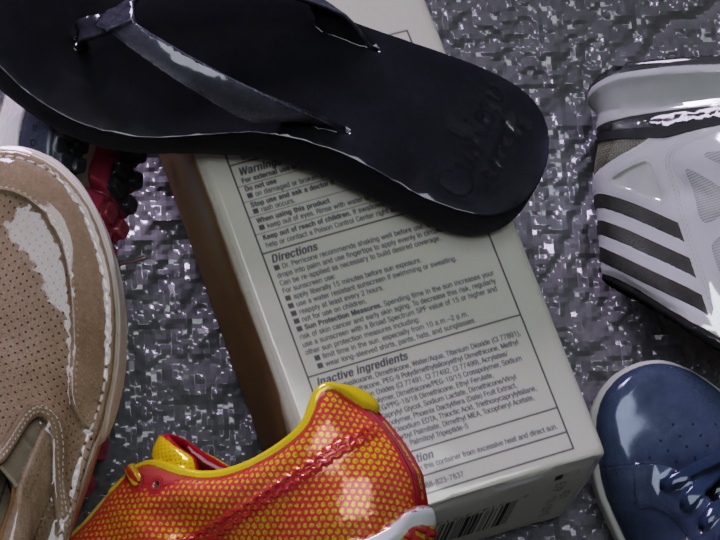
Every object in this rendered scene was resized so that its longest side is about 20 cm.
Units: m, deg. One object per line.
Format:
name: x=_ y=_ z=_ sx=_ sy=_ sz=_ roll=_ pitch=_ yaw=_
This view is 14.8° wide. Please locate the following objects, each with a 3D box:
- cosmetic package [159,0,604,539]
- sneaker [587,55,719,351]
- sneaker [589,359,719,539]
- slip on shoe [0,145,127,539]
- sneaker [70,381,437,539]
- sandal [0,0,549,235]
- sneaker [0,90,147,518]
cosmetic package: x=0.000 y=0.000 z=0.983 sx=0.105 sy=0.071 sz=0.200 roll=-15 pitch=71 yaw=-13
sneaker: x=0.178 y=-0.020 z=0.993 sx=0.200 sy=0.076 sz=0.115 roll=-4 pitch=78 yaw=26
sneaker: x=0.150 y=0.108 z=0.951 sx=0.075 sy=0.085 sz=0.200 roll=-29 pitch=74 yaw=-17
slip on shoe: x=-0.123 y=0.054 z=0.868 sx=0.076 sy=0.061 sz=0.200 roll=7 pitch=78 yaw=14
sneaker: x=-0.067 y=0.101 z=0.908 sx=0.200 sy=0.073 sz=0.077 roll=-29 pitch=72 yaw=14
sandal: x=-0.030 y=-0.071 z=0.941 sx=0.200 sy=0.043 sz=0.076 roll=14 pitch=65 yaw=-5
sneaker: x=-0.128 y=0.014 z=0.967 sx=0.075 sy=0.081 sz=0.200 roll=-2 pitch=65 yaw=23
